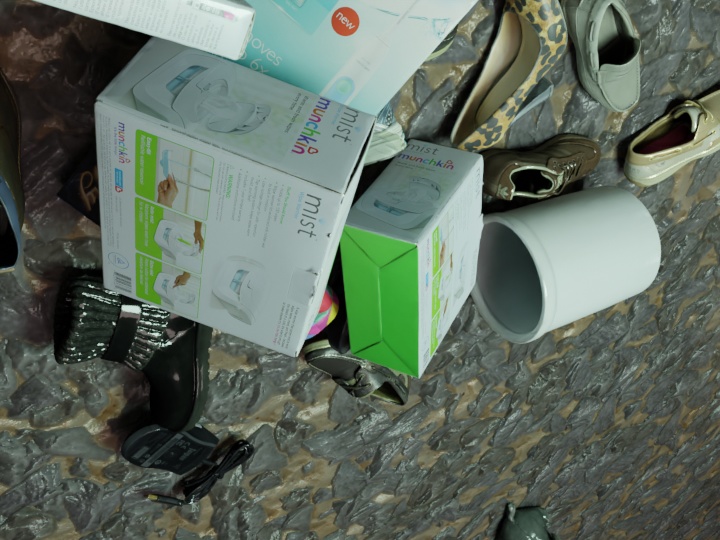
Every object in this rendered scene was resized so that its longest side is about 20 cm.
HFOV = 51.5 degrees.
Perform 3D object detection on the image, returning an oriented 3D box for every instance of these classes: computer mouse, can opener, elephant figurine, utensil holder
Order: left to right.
[{"bbox_3d":[-0.246,0.242,0.960,0.140,0.046,0.200,-44,142,12],"label":"computer mouse"},{"bbox_3d":[0.000,0.000,0.904,0.063,0.079,0.201,4,110,-44],"label":"can opener"},{"bbox_3d":[0.383,0.595,1.543,0.155,0.200,0.142,3,124,-35],"label":"elephant figurine"},{"bbox_3d":[0.264,-0.015,0.987,0.199,0.170,0.171,-18,133,-24],"label":"utensil holder"}]

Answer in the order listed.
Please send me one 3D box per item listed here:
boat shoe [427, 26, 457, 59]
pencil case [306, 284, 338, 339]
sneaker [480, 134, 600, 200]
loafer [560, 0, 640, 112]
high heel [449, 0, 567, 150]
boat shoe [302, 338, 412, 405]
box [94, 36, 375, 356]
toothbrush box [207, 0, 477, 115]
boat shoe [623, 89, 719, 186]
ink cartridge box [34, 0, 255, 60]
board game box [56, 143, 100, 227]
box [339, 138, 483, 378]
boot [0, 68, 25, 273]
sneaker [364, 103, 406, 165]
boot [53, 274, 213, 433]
[{"bbox_3d":[0.013,-0.236,0.682,0.199,0.074,0.065,-6,170,-29],"label":"boat shoe"},{"bbox_3d":[-0.103,0.002,0.819,0.088,0.088,0.200,-38,136,1],"label":"pencil case"},{"bbox_3d":[0.236,-0.119,0.944,0.199,0.076,0.071,-13,131,-23],"label":"sneaker"},{"bbox_3d":[0.292,-0.252,0.874,0.070,0.070,0.200,-43,136,6],"label":"loafer"},{"bbox_3d":[0.148,-0.220,0.802,0.142,0.071,0.200,-36,146,-11],"label":"high heel"},{"bbox_3d":[0.005,0.138,1.001,0.073,0.065,0.200,-25,148,38],"label":"boat shoe"},{"bbox_3d":[-0.101,-0.047,0.578,0.176,0.097,0.200,19,138,0],"label":"box"},{"bbox_3d":[-0.028,-0.193,0.586,0.146,0.085,0.200,37,115,-18],"label":"toothbrush box"},{"bbox_3d":[0.450,-0.194,1.022,0.200,0.074,0.069,-37,142,0],"label":"boat shoe"},{"bbox_3d":[-0.194,-0.215,0.496,0.199,0.196,0.043,8,119,-38],"label":"ink cartridge box"},{"bbox_3d":[-0.161,-0.106,0.687,0.135,0.035,0.200,38,101,-19],"label":"board game box"},{"bbox_3d":[0.064,-0.015,0.848,0.177,0.096,0.201,-54,150,-40],"label":"box"},{"bbox_3d":[-0.304,-0.094,0.598,0.074,0.097,0.201,-16,133,-22],"label":"boot"},{"bbox_3d":[-0.059,-0.134,0.757,0.199,0.078,0.087,-17,100,-3],"label":"sneaker"},{"bbox_3d":[-0.247,0.094,0.801,0.157,0.079,0.212,-7,118,-37],"label":"boot"}]
